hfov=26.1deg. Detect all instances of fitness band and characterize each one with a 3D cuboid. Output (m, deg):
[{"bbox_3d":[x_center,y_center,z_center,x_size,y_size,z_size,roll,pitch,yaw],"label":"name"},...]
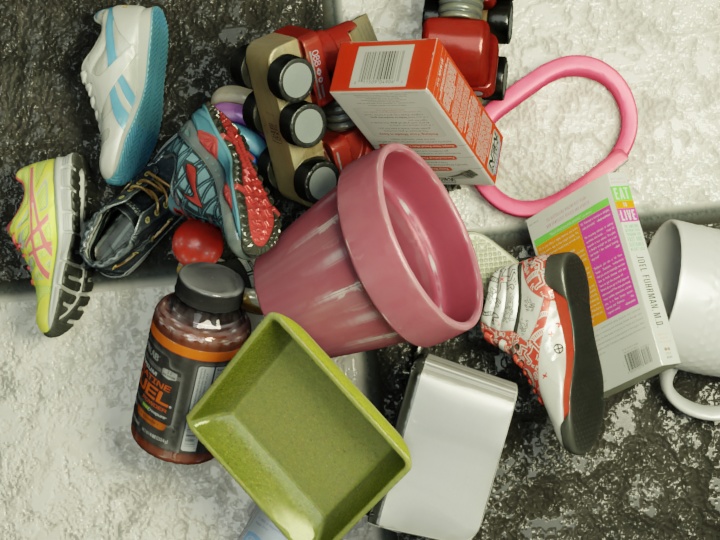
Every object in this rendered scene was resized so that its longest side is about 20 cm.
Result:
[{"bbox_3d":[0.208,-0.144,1.682,0.199,0.037,0.144,-35,81,0],"label":"fitness band"}]

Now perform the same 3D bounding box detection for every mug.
[{"bbox_3d":[0.379,0.062,1.606,0.173,0.148,0.202,12,110,-6],"label":"mug"}]

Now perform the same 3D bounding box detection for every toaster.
[{"bbox_3d":[0.083,0.176,1.596,0.117,0.181,0.202,16,88,3],"label":"toaster"}]

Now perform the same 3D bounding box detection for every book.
[{"bbox_3d":[0.247,0.018,1.578,0.048,0.133,0.202,-4,73,-31],"label":"book"}]

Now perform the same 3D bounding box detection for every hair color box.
[{"bbox_3d":[0.061,-0.159,1.588,0.110,0.200,0.065,2,65,26],"label":"hair color box"}]

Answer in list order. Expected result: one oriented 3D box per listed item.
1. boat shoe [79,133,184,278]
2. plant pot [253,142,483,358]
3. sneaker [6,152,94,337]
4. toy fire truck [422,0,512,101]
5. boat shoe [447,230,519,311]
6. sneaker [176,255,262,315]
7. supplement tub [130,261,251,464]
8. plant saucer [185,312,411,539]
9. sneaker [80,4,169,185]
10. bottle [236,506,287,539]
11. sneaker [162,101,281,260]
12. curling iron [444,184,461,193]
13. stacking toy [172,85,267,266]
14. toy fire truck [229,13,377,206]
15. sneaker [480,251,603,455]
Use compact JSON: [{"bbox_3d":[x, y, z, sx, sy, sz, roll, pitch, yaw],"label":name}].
[{"bbox_3d":[-0.225,-0.077,1.681,0.071,0.091,0.201,37,89,6],"label":"boat shoe"},{"bbox_3d":[0.000,0.000,1.551,0.178,0.200,0.202,-26,84,24],"label":"plant pot"},{"bbox_3d":[-0.345,-0.026,1.702,0.089,0.078,0.202,-1,80,13],"label":"sneaker"},{"bbox_3d":[0.119,-0.281,1.592,0.127,0.200,0.178,5,76,11],"label":"toy fire truck"},{"bbox_3d":[0.167,0.032,1.659,0.200,0.062,0.075,41,85,-9],"label":"boat shoe"},{"bbox_3d":[-0.097,0.005,1.681,0.198,0.076,0.089,16,80,-4],"label":"sneaker"},{"bbox_3d":[-0.174,0.094,1.620,0.106,0.107,0.202,17,115,6],"label":"supplement tub"},{"bbox_3d":[-0.054,0.159,1.528,0.200,0.048,0.200,47,130,7],"label":"plant saucer"},{"bbox_3d":[-0.265,-0.192,1.708,0.080,0.077,0.202,5,80,13],"label":"sneaker"},{"bbox_3d":[-0.058,0.246,1.656,0.083,0.065,0.201,32,89,7],"label":"bottle"},{"bbox_3d":[-0.145,-0.073,1.566,0.095,0.079,0.201,-36,47,15],"label":"sneaker"},{"bbox_3d":[0.048,-0.038,1.687,0.049,0.026,0.201,31,88,19],"label":"curling iron"},{"bbox_3d":[-0.150,-0.093,1.655,0.085,0.086,0.202,17,70,6],"label":"stacking toy"},{"bbox_3d":[-0.027,-0.188,1.641,0.199,0.128,0.178,-29,120,-27],"label":"toy fire truck"},{"bbox_3d":[0.182,0.087,1.575,0.107,0.067,0.204,-9,83,40],"label":"sneaker"}]
